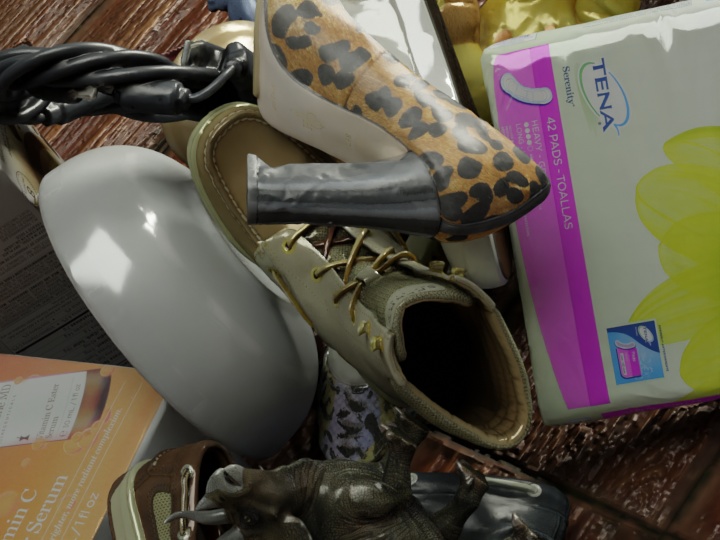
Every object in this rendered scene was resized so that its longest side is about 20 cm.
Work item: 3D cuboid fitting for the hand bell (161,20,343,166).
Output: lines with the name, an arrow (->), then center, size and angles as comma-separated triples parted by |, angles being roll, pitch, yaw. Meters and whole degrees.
hand bell -> -0.032, -0.077, 1.085 | 0.104, 0.104, 0.200 | -43, 38, -11

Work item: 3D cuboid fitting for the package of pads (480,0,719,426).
package of pads -> 0.153, -0.032, 0.906 | 0.154, 0.068, 0.201 | -11, 88, 14

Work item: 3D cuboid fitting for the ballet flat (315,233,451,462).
ballet flat -> 0.017, 0.016, 1.019 | 0.072, 0.072, 0.201 | 6, 55, 33

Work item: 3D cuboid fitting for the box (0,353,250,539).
box -> -0.187, 0.138, 0.997 | 0.199, 0.107, 0.153 | 3, 54, 31

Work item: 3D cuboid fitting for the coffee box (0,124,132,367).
coffee box -> -0.198, -0.013, 1.068 | 0.080, 0.200, 0.113 | -31, 44, 6

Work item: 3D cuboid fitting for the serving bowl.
serving bowl -> -0.086, 0.005, 0.984 | 0.066, 0.200, 0.200 | -38, 43, 12

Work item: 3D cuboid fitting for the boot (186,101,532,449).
boot -> 0.000, 0.000, 0.886 | 0.072, 0.200, 0.155 | -41, 15, -7

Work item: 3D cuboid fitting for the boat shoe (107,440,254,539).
boat shoe -> -0.062, 0.178, 0.863 | 0.075, 0.075, 0.203 | -32, 72, 30

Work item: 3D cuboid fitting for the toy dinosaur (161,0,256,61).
toy dinosaur -> -0.034, -0.155, 1.222 | 0.200, 0.105, 0.182 | -56, 50, 30

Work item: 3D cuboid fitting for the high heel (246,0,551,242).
high heel -> 0.018, -0.097, 0.877 | 0.142, 0.072, 0.201 | 2, 54, -3

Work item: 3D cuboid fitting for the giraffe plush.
giraffe plush -> 0.079, -0.126, 1.030 | 0.161, 0.173, 0.201 | -12, 76, -4

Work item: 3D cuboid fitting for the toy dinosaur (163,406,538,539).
toy dinosaur -> 0.017, 0.133, 0.842 | 0.102, 0.200, 0.077 | -51, 10, 8

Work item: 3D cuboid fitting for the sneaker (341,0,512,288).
sneaker -> 0.019, -0.070, 0.928 | 0.084, 0.073, 0.201 | -23, 64, 10

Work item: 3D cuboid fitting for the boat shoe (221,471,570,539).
boat shoe -> 0.011, 0.132, 0.922 | 0.199, 0.076, 0.061 | 7, 56, 19

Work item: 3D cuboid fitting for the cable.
cable -> -0.126, -0.094, 1.002 | 0.162, 0.200, 0.051 | -2, 91, 5
